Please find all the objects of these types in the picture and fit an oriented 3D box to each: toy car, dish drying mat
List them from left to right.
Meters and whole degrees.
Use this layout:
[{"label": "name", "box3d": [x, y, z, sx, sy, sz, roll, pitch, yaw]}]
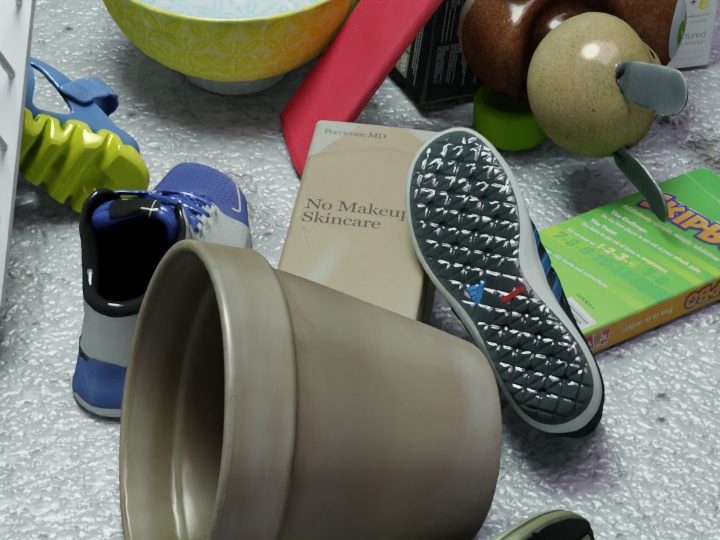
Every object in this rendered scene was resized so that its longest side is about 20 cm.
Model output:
[{"label": "dish drying mat", "box3d": [0.010, -0.152, 1.539, 0.018, 0.200, 0.077, 22, 32, -28]}, {"label": "toy car", "box3d": [0.166, -0.129, 1.517, 0.157, 0.165, 0.200, -13, 39, -16]}]

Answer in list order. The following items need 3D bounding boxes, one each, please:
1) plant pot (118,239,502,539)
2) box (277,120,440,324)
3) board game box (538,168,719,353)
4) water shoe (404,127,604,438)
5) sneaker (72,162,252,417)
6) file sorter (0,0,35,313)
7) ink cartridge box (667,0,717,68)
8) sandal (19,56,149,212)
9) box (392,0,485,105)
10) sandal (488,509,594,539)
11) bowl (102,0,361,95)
[{"label": "plant pot", "box3d": [-0.024, 0.090, 1.272, 0.173, 0.201, 0.200, 5, 38, -22]}, {"label": "box", "box3d": [0.000, 0.000, 1.438, 0.094, 0.078, 0.200, 5, 41, 5]}, {"label": "board game box", "box3d": [0.172, -0.004, 1.489, 0.199, 0.030, 0.096, -23, 47, -22]}, {"label": "water shoe", "box3d": [0.084, 0.012, 1.389, 0.071, 0.079, 0.201, -24, 71, 6]}, {"label": "sneaker", "box3d": [-0.119, -0.015, 1.423, 0.080, 0.116, 0.200, 12, 42, 10]}, {"label": "file sorter", "box3d": [-0.279, -0.087, 1.368, 0.138, 0.125, 0.201, 4, 80, 3]}, {"label": "ink cartridge box", "box3d": [0.180, -0.255, 1.645, 0.128, 0.201, 0.125, -7, 42, -10]}, {"label": "sandal", "box3d": [-0.228, -0.109, 1.510, 0.200, 0.079, 0.087, 29, 36, -27]}, {"label": "box", "box3d": [0.054, -0.247, 1.628, 0.086, 0.201, 0.164, -12, 42, -24]}, {"label": "sandal", "box3d": [0.042, 0.177, 1.240, 0.200, 0.080, 0.057, -22, 35, -25]}, {"label": "bowl", "box3d": [-0.089, -0.189, 1.630, 0.199, 0.108, 0.201, 2, 41, -1]}]
